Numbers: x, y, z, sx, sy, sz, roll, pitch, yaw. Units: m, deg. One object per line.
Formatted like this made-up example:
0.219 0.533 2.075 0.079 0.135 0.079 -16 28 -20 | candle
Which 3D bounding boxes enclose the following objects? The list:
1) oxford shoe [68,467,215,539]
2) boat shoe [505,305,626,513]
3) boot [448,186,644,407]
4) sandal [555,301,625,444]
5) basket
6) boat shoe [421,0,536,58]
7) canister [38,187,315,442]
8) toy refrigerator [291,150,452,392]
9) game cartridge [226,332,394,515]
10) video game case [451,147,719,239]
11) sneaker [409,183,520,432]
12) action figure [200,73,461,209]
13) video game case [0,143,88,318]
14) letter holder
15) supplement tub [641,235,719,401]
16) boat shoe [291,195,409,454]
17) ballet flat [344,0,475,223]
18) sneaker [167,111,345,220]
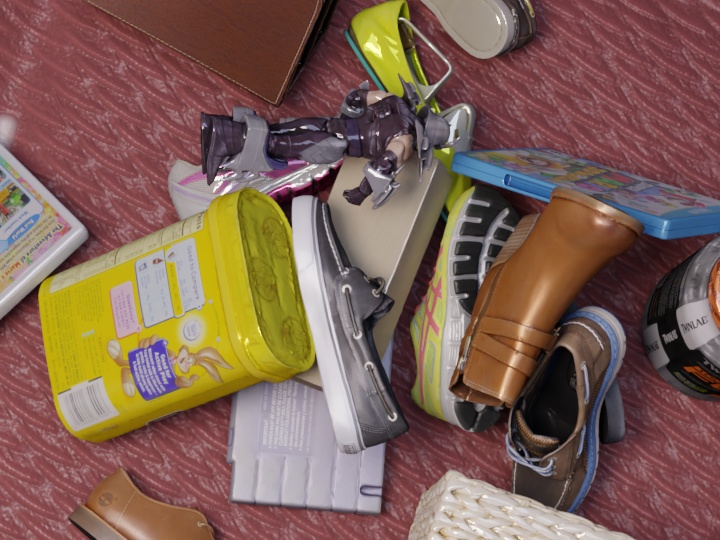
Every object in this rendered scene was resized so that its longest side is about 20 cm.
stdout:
-0.133 0.230 1.535 0.200 0.071 0.071 38 74 4 | oxford shoe
0.148 0.123 1.530 0.072 0.072 0.201 26 120 29 | boat shoe
0.135 0.027 1.445 0.073 0.200 0.155 28 75 -7 | boot
0.161 0.056 1.592 0.043 0.076 0.201 -21 72 -10 | sandal
0.119 0.267 1.484 0.199 0.198 0.162 20 77 0 | basket
0.074 -0.263 1.645 0.059 0.072 0.200 -18 63 -48 | boat shoe
-0.147 0.039 1.510 0.199 0.086 0.149 -21 69 25 | canister
0.000 0.000 1.545 0.076 0.070 0.201 19 83 17 | toy refrigerator
-0.040 0.095 1.585 0.129 0.038 0.201 5 80 0 | game cartridge
0.191 -0.064 1.538 0.199 0.143 0.018 21 106 34 | video game case
0.076 0.028 1.577 0.078 0.090 0.201 14 82 -35 | sneaker
-0.021 -0.099 1.479 0.199 0.130 0.070 -3 118 -8 | action figure
-0.350 -0.021 1.562 0.200 0.024 0.182 -43 70 -11 | video game case
-0.115 -0.253 1.572 0.199 0.142 0.101 28 49 1 | letter holder
0.302 0.034 1.538 0.122 0.200 0.123 1 80 -4 | supplement tub
-0.005 0.036 1.467 0.066 0.070 0.201 -13 75 4 | boat shoe
0.056 -0.137 1.614 0.067 0.067 0.201 -29 80 13 | ballet flat
-0.075 -0.095 1.592 0.199 0.081 0.088 -31 85 -10 | sneaker
